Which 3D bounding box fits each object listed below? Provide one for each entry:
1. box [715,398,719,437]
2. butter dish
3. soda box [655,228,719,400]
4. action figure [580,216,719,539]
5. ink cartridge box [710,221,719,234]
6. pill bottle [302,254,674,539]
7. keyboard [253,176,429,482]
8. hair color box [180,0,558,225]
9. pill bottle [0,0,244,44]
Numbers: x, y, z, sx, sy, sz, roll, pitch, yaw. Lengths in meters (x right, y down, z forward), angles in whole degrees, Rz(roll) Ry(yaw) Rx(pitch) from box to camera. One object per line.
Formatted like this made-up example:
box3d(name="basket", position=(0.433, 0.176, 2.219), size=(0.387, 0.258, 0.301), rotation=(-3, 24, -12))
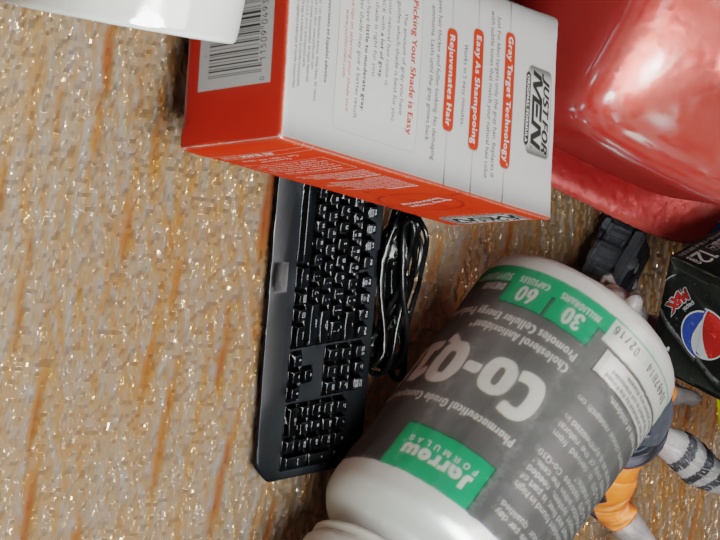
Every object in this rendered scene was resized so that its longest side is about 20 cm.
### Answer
box3d(name="box", position=(0.232, 0.037, 1.578), size=(0.070, 0.064, 0.200), rotation=(58, 25, -46))
box3d(name="butter dish", position=(0.171, -0.112, 1.390), size=(0.199, 0.148, 0.200), rotation=(24, 96, -31))
box3d(name="soda box", position=(0.236, 0.002, 1.480), size=(0.200, 0.063, 0.071), rotation=(-26, 133, -44))
box3d(name="action figure", position=(0.153, 0.051, 1.521), size=(0.200, 0.105, 0.193), rotation=(-62, 152, -17))
box3d(name="ink cartridge box", position=(0.247, -0.091, 1.599), size=(0.200, 0.094, 0.044), rotation=(-43, 164, -38))
box3d(name="pill bottle", position=(0.055, 0.099, 1.356), size=(0.200, 0.113, 0.113), rotation=(-53, 139, -23))
box3d(name="keyboard", position=(0.000, 0.000, 1.340), size=(0.104, 0.040, 0.200), rotation=(-12, 112, -52))
box3d(name="hair color box", position=(0.008, -0.085, 1.272), size=(0.200, 0.061, 0.102), rotation=(15, 75, -50))
box3d(name="pill bottle", position=(-0.078, -0.194, 1.098), size=(0.114, 0.114, 0.200), rotation=(3, 98, -55))
